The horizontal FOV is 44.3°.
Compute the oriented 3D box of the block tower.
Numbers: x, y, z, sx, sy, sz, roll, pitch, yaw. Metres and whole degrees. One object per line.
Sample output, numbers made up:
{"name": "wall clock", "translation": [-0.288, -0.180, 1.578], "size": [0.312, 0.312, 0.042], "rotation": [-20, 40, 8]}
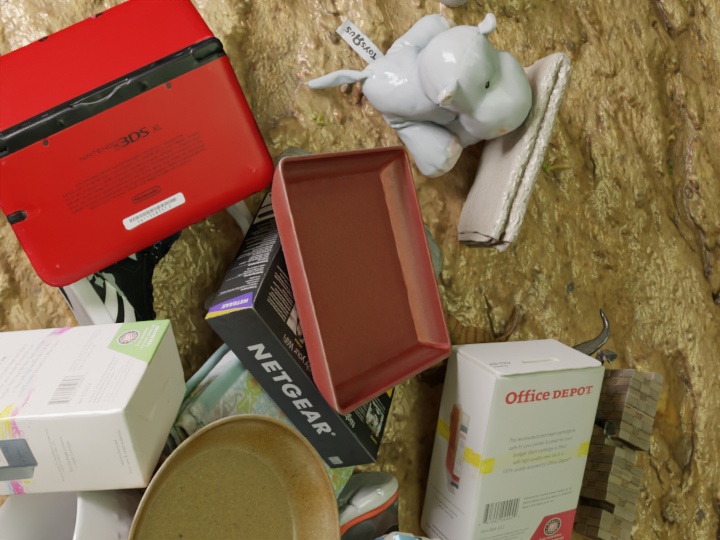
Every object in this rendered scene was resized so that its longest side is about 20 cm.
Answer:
{"name": "block tower", "translation": [0.294, 0.210, 1.022], "size": [0.057, 0.054, 0.203], "rotation": [27, 71, -27]}

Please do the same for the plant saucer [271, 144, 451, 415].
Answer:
{"name": "plant saucer", "translation": [0.000, 0.000, 0.758], "size": [0.199, 0.036, 0.203], "rotation": [-17, 95, -56]}

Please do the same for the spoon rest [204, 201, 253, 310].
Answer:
{"name": "spoon rest", "translation": [-0.132, -0.071, 0.773], "size": [0.060, 0.099, 0.204], "rotation": [-13, 100, 1]}

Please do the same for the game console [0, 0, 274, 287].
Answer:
{"name": "game console", "translation": [-0.193, -0.112, 0.699], "size": [0.198, 0.119, 0.175], "rotation": [-27, 108, -9]}

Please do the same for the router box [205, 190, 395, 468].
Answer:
{"name": "router box", "translation": [-0.036, 0.048, 0.777], "size": [0.201, 0.052, 0.159], "rotation": [56, 36, -31]}

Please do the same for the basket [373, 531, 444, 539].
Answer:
{"name": "basket", "translation": [0.054, 0.328, 0.729], "size": [0.174, 0.139, 0.203], "rotation": [16, 60, -27]}

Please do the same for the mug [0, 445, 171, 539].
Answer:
{"name": "mug", "translation": [-0.181, 0.224, 0.683], "size": [0.175, 0.146, 0.203], "rotation": [36, 51, -36]}

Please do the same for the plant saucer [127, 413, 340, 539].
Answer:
{"name": "plant saucer", "translation": [-0.095, 0.206, 0.639], "size": [0.198, 0.035, 0.204], "rotation": [7, 81, -47]}

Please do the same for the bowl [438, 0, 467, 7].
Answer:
{"name": "bowl", "translation": [0.099, -0.415, 0.953], "size": [0.199, 0.074, 0.202], "rotation": [38, 68, -24]}

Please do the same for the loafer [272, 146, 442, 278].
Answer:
{"name": "loafer", "translation": [-0.002, -0.055, 0.867], "size": [0.199, 0.070, 0.070], "rotation": [38, 32, -18]}

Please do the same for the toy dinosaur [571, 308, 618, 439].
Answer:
{"name": "toy dinosaur", "translation": [0.230, 0.136, 0.973], "size": [0.076, 0.102, 0.204], "rotation": [16, 71, -28]}

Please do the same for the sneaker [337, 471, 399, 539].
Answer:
{"name": "sneaker", "translation": [-0.035, 0.262, 0.805], "size": [0.198, 0.077, 0.083], "rotation": [-23, 105, -30]}

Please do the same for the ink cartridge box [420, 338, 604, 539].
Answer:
{"name": "ink cartridge box", "translation": [0.151, 0.177, 0.883], "size": [0.143, 0.083, 0.204], "rotation": [-1, 107, -31]}

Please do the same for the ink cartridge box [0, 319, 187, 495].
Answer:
{"name": "ink cartridge box", "translation": [-0.238, 0.099, 0.637], "size": [0.196, 0.118, 0.068], "rotation": [-4, 117, 8]}

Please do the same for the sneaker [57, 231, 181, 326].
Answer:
{"name": "sneaker", "translation": [-0.182, 0.016, 0.736], "size": [0.111, 0.073, 0.202], "rotation": [-33, 101, -28]}

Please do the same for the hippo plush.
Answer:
{"name": "hippo plush", "translation": [0.090, -0.202, 0.874], "size": [0.199, 0.160, 0.161], "rotation": [36, 69, -24]}

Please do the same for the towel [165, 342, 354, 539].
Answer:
{"name": "towel", "translation": [-0.078, 0.144, 0.765], "size": [0.173, 0.048, 0.200], "rotation": [64, 31, -14]}

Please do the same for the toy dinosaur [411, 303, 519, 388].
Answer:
{"name": "toy dinosaur", "translation": [0.116, 0.082, 0.912], "size": [0.199, 0.060, 0.107], "rotation": [16, 106, -54]}

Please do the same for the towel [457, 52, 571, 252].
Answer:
{"name": "towel", "translation": [0.157, -0.118, 0.908], "size": [0.034, 0.132, 0.203], "rotation": [19, 90, -11]}
